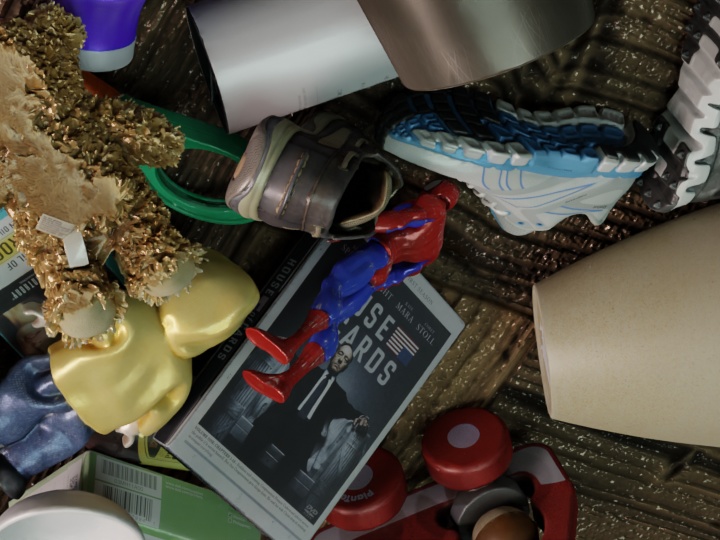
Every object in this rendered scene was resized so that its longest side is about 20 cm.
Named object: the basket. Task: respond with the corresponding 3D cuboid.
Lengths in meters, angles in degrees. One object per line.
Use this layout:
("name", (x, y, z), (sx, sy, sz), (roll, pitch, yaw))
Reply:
("basket", (0.041, -0.209, 1.025), (0.179, 0.136, 0.201), (-24, 107, -13))

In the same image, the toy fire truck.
("toy fire truck", (0.064, 0.201, 1.360), (0.199, 0.168, 0.113), (-20, 130, -7))

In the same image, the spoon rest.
("spoon rest", (-0.197, 0.197, 1.232), (0.099, 0.061, 0.200), (6, 148, -16))

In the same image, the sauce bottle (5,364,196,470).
("sauce bottle", (-0.137, 0.098, 1.271), (0.199, 0.066, 0.066), (9, 121, -29))

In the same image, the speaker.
("speaker", (0.000, -0.147, 1.135), (0.199, 0.081, 0.082), (-20, 130, -7))

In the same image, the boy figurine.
("boy figurine", (-0.154, 0.052, 1.167), (0.199, 0.065, 0.124), (-36, 126, 5))

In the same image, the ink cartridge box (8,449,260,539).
("ink cartridge box", (-0.183, 0.197, 1.330), (0.145, 0.048, 0.200), (23, 142, -33))

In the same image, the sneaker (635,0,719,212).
("sneaker", (0.254, -0.125, 1.265), (0.090, 0.067, 0.201), (0, 128, -25))

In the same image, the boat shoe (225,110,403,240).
("boat shoe", (-0.017, -0.047, 1.141), (0.073, 0.200, 0.075), (28, 103, 11))

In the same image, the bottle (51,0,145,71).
("bottle", (-0.138, -0.206, 1.046), (0.083, 0.065, 0.201), (-6, 127, -24))

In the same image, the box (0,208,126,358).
("box", (-0.214, -0.023, 1.162), (0.082, 0.049, 0.200), (-33, 130, 4))

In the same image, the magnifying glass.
("magnifying glass", (-0.134, -0.087, 1.151), (0.199, 0.023, 0.079), (32, 142, -31))

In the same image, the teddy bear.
("teddy bear", (-0.167, -0.052, 1.080), (0.145, 0.067, 0.200), (-40, 114, 11))

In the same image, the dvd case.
("dvd case", (-0.029, 0.071, 1.269), (0.200, 0.025, 0.150), (-53, 130, -11))

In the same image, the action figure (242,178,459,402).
("action figure", (0.000, 0.000, 1.214), (0.200, 0.052, 0.066), (-40, 148, -34))

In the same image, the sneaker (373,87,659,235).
("sneaker", (0.094, -0.061, 1.244), (0.199, 0.075, 0.087), (7, 127, -26))

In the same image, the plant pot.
("plant pot", (0.222, 0.043, 1.317), (0.198, 0.188, 0.188), (-8, 128, 1))
